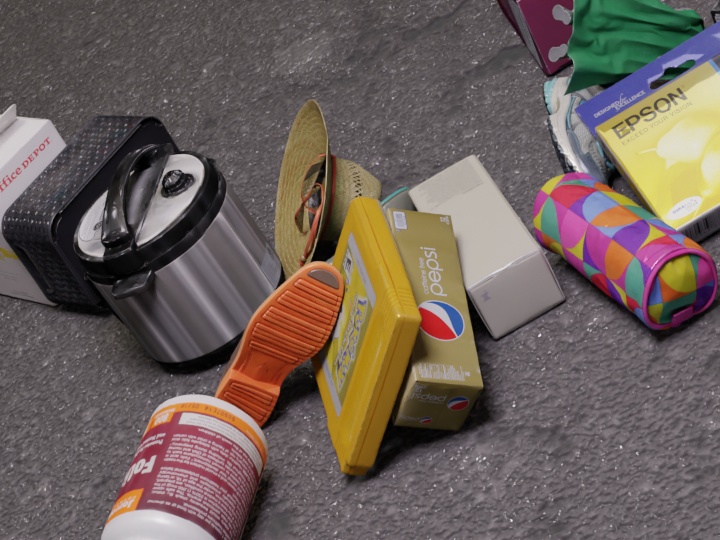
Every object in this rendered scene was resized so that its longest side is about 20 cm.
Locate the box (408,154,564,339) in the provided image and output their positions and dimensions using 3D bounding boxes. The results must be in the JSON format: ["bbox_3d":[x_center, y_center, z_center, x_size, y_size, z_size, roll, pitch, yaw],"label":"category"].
[{"bbox_3d":[0.117,-0.026,1.686,0.082,0.069,0.200,-29,33,3],"label":"box"}]

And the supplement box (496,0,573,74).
[{"bbox_3d":[0.217,-0.324,1.972,0.130,0.104,0.200,-28,33,3],"label":"supplement box"}]

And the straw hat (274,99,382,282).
[{"bbox_3d":[-0.024,-0.073,1.835,0.084,0.202,0.202,7,30,-16],"label":"straw hat"}]

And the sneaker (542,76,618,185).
[{"bbox_3d":[0.230,-0.141,1.744,0.086,0.078,0.201,-19,35,11],"label":"sneaker"}]

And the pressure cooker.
[{"bbox_3d":[-0.190,-0.025,1.799,0.178,0.201,0.176,-41,33,-12],"label":"pressure cooker"}]

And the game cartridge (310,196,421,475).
[{"bbox_3d":[0.000,0.059,1.591,0.032,0.177,0.200,9,29,-15],"label":"game cartridge"}]

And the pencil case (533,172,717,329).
[{"bbox_3d":[0.231,-0.019,1.576,0.088,0.089,0.200,-35,33,-7],"label":"pencil case"}]

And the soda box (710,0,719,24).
[{"bbox_3d":[0.446,-0.250,1.730,0.199,0.064,0.071,7,48,42],"label":"soda box"}]

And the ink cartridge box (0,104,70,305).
[{"bbox_3d":[-0.394,-0.081,2.037,0.125,0.201,0.129,9,49,44],"label":"ink cartridge box"}]

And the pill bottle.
[{"bbox_3d":[-0.157,0.215,1.537,0.113,0.115,0.201,-12,37,26],"label":"pill bottle"}]

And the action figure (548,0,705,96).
[{"bbox_3d":[0.279,-0.230,1.770,0.199,0.119,0.055,0,12,-30],"label":"action figure"}]

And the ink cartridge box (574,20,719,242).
[{"bbox_3d":[0.323,-0.142,1.641,0.197,0.047,0.201,-31,57,1],"label":"ink cartridge box"}]

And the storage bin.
[{"bbox_3d":[-0.286,-0.067,1.992,0.093,0.136,0.200,5,47,42],"label":"storage bin"}]

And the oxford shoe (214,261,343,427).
[{"bbox_3d":[-0.080,0.058,1.659,0.200,0.071,0.073,-53,19,27],"label":"oxford shoe"}]

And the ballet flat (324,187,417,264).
[{"bbox_3d":[0.000,0.000,1.764,0.200,0.068,0.064,-40,61,-13],"label":"ballet flat"}]

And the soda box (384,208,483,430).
[{"bbox_3d":[0.056,0.042,1.583,0.063,0.068,0.201,7,48,-16],"label":"soda box"}]
